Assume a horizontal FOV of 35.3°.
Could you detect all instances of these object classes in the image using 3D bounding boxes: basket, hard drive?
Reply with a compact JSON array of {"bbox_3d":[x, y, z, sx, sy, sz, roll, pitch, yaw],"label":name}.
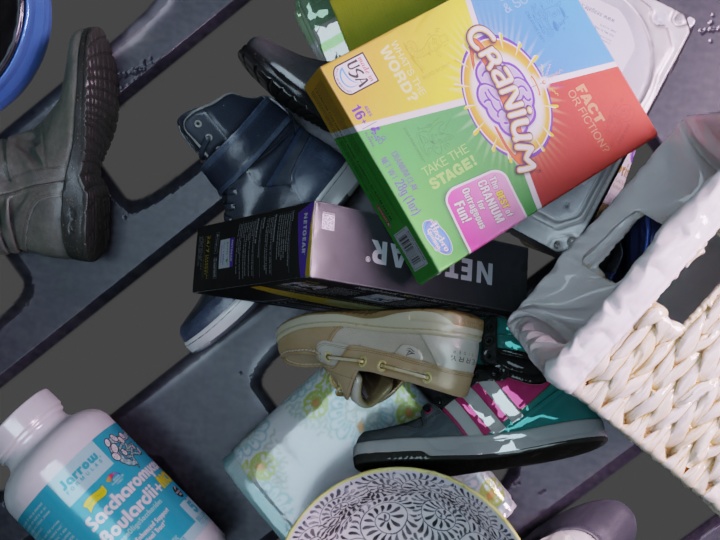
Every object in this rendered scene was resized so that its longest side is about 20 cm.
[{"bbox_3d":[0.219,0.023,0.709,0.160,0.200,0.199,41,96,-4],"label":"basket"},{"bbox_3d":[0.143,-0.126,0.847,0.139,0.038,0.202,29,89,12],"label":"hard drive"}]

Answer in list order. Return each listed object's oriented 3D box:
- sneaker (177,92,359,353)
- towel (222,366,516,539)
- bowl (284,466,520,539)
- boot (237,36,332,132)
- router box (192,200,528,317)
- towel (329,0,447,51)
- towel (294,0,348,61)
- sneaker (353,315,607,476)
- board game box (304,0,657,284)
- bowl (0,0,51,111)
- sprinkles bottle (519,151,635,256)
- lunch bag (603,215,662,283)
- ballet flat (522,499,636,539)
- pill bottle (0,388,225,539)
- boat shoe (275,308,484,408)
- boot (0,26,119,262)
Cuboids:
[{"bbox_3d":[-0.113,-0.048,0.918,0.146,0.077,0.203,40,85,-9],"label":"sneaker"},{"bbox_3d":[0.008,0.178,0.942,0.171,0.048,0.200,-42,89,2],"label":"towel"},{"bbox_3d":[0.038,0.247,0.865,0.198,0.094,0.204,-1,86,10],"label":"bowl"},{"bbox_3d":[0.013,-0.166,0.900,0.198,0.070,0.133,29,89,-9],"label":"boot"},{"bbox_3d":[0.000,0.000,0.831,0.198,0.156,0.053,10,79,-37],"label":"router box"},{"bbox_3d":[0.079,-0.209,0.846,0.198,0.018,0.087,-24,71,9],"label":"towel"},{"bbox_3d":[0.049,-0.165,0.936,0.151,0.023,0.202,-25,89,4],"label":"towel"},{"bbox_3d":[0.086,0.091,0.888,0.197,0.084,0.122,-6,68,-6],"label":"sneaker"},{"bbox_3d":[0.084,-0.107,0.763,0.199,0.040,0.154,-31,89,-21],"label":"board game box"},{"bbox_3d":[-0.363,-0.222,0.958,0.197,0.039,0.204,0,93,5],"label":"bowl"},{"bbox_3d":[0.189,-0.106,0.903,0.067,0.068,0.203,19,94,4],"label":"sprinkles bottle"},{"bbox_3d":[0.245,0.040,0.871,0.130,0.136,0.203,5,94,5],"label":"lunch bag"},{"bbox_3d":[0.141,0.255,0.922,0.198,0.073,0.074,-29,90,5],"label":"ballet flat"},{"bbox_3d":[-0.213,0.192,0.927,0.200,0.111,0.111,44,95,1],"label":"pill bottle"},{"bbox_3d":[0.006,0.069,0.860,0.198,0.073,0.070,-7,74,46],"label":"boat shoe"},{"bbox_3d":[-0.276,-0.106,0.945,0.129,0.068,0.203,5,91,10],"label":"boot"}]
